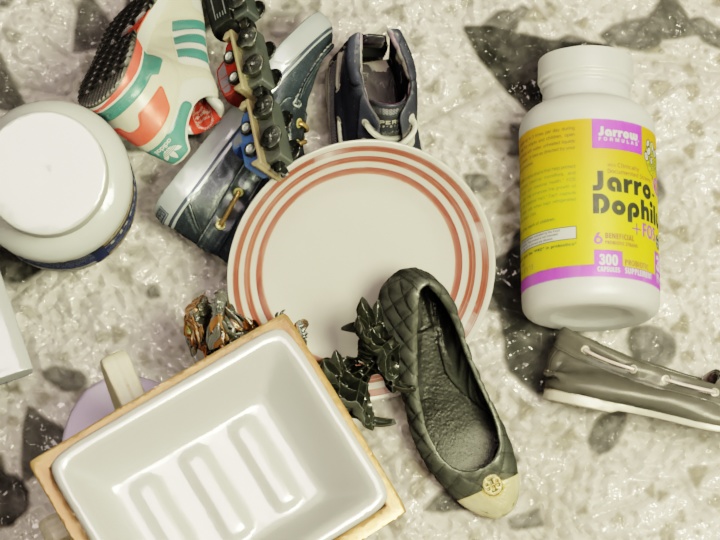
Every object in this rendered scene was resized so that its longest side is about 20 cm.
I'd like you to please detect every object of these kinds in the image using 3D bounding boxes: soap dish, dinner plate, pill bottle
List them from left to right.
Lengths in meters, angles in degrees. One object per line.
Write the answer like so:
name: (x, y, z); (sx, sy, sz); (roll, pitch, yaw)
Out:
pill bottle: (-0.212, -0.059, 1.628); (0.110, 0.200, 0.112); (0, 87, -4)
soap dish: (-0.094, 0.146, 1.540); (0.199, 0.081, 0.158); (-30, 80, -16)
dinner plate: (0.000, 0.000, 1.708); (0.199, 0.024, 0.201); (-3, 107, -10)
pill bottle: (0.170, -0.062, 1.746); (0.104, 0.104, 0.201); (2, 75, -8)

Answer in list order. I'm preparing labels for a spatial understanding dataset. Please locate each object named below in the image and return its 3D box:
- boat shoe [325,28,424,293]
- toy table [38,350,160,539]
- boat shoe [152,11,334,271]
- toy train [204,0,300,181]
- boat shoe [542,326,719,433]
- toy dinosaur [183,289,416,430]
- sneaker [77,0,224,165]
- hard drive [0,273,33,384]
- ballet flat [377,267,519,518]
boat shoe: (0.014, -0.083, 1.733); (0.074, 0.093, 0.201); (-10, 78, -12)
toy table: (-0.136, 0.157, 1.634); (0.183, 0.117, 0.200); (-35, 82, -16)
boat shoe: (-0.061, -0.092, 1.742); (0.091, 0.071, 0.201); (37, 78, -2)
toy train: (-0.083, -0.143, 1.693); (0.046, 0.034, 0.201); (-30, 52, 21)
boat shoe: (0.235, 0.085, 1.734); (0.199, 0.067, 0.057); (10, 90, -4)
toy dinosaur: (-0.039, 0.088, 1.679); (0.200, 0.135, 0.103); (37, 40, -32)
sneaker: (-0.140, -0.146, 1.714); (0.093, 0.070, 0.200); (45, 29, -18)
hard drive: (-0.322, -0.003, 1.628); (0.131, 0.025, 0.201); (-18, 79, -13)
ballet flat: (0.063, 0.093, 1.693); (0.066, 0.057, 0.201); (-27, 102, -12)
